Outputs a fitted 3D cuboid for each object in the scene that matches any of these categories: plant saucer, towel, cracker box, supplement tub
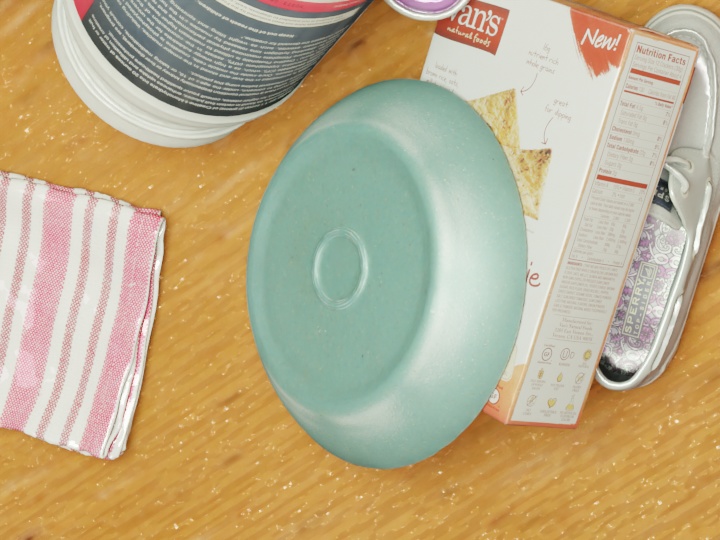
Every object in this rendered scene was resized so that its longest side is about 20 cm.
[{"bbox_3d":[0.000,0.000,0.960,0.199,0.036,0.202,-8,80,47],"label":"plant saucer"},{"bbox_3d":[-0.214,0.016,1.069,0.198,0.030,0.148,13,99,11],"label":"towel"},{"bbox_3d":[0.077,-0.038,0.950,0.134,0.057,0.202,28,104,47],"label":"cracker box"},{"bbox_3d":[-0.064,-0.156,0.914,0.141,0.140,0.200,53,146,2],"label":"supplement tub"}]

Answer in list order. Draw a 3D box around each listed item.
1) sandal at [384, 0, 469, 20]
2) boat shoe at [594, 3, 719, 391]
[{"bbox_3d":[0.055,-0.216,0.903,0.082,0.050,0.205,10,109,0],"label":"sandal"},{"bbox_3d":[0.149,-0.035,0.963,0.071,0.068,0.202,18,101,9],"label":"boat shoe"}]
